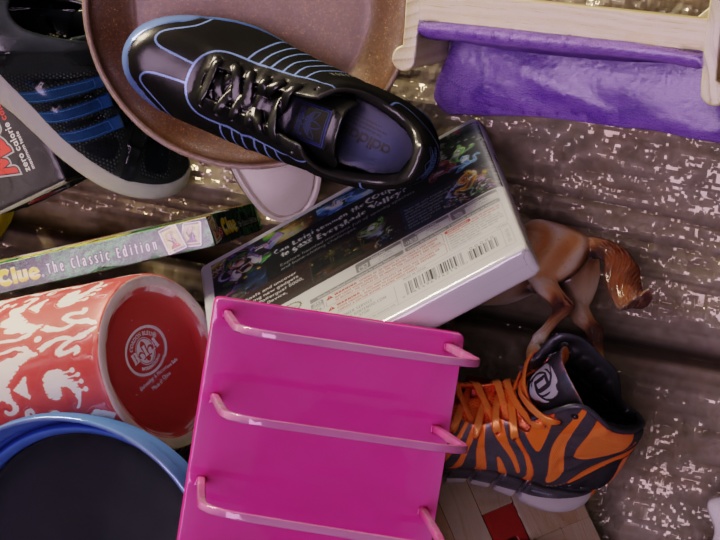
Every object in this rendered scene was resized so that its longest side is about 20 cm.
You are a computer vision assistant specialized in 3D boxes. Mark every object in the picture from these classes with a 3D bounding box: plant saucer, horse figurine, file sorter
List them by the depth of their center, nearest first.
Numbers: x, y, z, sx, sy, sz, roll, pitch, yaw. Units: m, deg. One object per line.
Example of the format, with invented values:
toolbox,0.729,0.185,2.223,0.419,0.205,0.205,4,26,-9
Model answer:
file sorter,-0.021,0.126,1.199,0.139,0.125,0.200,9,92,-7
horse figurine,0.086,0.011,1.382,0.200,0.133,0.050,-5,140,21
plant saucer,-0.067,-0.163,1.386,0.200,0.037,0.201,0,99,2

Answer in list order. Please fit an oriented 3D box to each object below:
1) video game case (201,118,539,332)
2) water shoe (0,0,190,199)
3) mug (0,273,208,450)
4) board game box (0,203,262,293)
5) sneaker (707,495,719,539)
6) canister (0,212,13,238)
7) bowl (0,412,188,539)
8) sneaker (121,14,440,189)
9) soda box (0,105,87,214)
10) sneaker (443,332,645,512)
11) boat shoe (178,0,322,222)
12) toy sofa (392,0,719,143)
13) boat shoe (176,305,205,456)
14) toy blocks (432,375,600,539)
video game case,0.000,0.000,1.345,0.200,0.182,0.023,-29,117,8
water shoe,-0.172,-0.118,1.419,0.200,0.072,0.079,36,122,-26
mug,-0.191,0.054,1.419,0.200,0.133,0.178,-14,52,38
board game box,-0.172,-0.009,1.451,0.200,0.105,0.023,-12,96,14
sneaker,0.208,0.225,1.396,0.087,0.075,0.200,36,103,23
canister,-0.326,-0.008,1.467,0.087,0.200,0.149,41,111,10
bowl,-0.160,0.178,1.314,0.200,0.039,0.201,3,98,22
sneaker,-0.047,-0.100,1.336,0.200,0.078,0.070,18,98,-1
soda box,-0.244,-0.140,1.487,0.071,0.063,0.200,-24,92,22
sneaker,0.071,0.073,1.302,0.200,0.078,0.112,10,143,-22
boat shoe,-0.071,-0.129,1.438,0.067,0.057,0.200,-20,97,4
toy sofa,0.126,-0.127,1.344,0.200,0.083,0.098,8,102,19
boat shoe,-0.151,0.112,1.499,0.071,0.064,0.200,33,109,12
toy blocks,0.052,0.138,1.372,0.100,0.200,0.137,-37,74,52
